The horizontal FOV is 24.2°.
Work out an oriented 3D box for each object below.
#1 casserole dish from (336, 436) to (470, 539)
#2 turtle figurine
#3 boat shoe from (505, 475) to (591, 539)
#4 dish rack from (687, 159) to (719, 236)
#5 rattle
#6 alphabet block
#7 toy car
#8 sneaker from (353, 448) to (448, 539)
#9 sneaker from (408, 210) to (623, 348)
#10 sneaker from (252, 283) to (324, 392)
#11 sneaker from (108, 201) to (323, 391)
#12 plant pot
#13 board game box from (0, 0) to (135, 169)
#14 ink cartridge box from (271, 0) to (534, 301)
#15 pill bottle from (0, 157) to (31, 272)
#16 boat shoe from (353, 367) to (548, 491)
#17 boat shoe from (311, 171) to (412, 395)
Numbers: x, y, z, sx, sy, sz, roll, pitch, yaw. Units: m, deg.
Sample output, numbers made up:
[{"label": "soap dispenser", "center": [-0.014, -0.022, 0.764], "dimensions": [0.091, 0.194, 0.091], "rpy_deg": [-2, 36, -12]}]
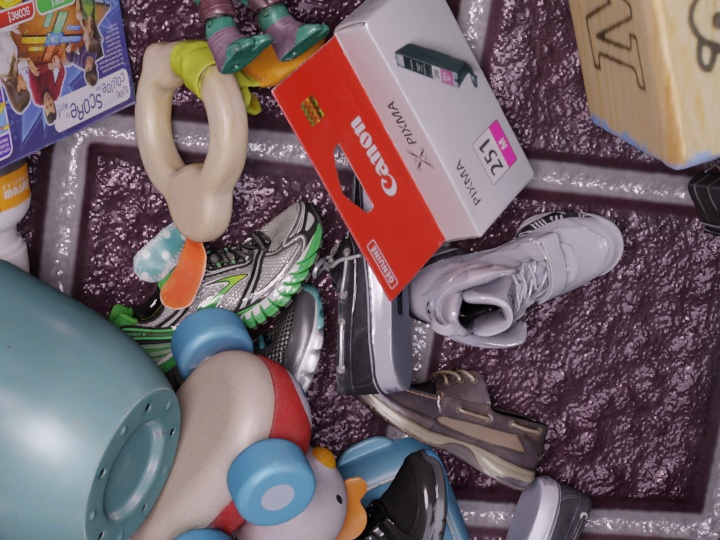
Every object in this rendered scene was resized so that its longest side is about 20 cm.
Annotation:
[{"label": "casserole dish", "center": [0.036, 0.240, 1.458], "dimensions": [0.121, 0.039, 0.201], "rpy_deg": [-23, 109, -6]}, {"label": "turtle figurine", "center": [-0.109, -0.245, 1.237], "dimensions": [0.149, 0.101, 0.201], "rpy_deg": [-25, 82, -28]}, {"label": "boat shoe", "center": [0.153, 0.281, 1.487], "dimensions": [0.066, 0.070, 0.201], "rpy_deg": [16, 95, -16]}, {"label": "dish rack", "center": [0.368, -0.104, 1.377], "dimensions": [0.200, 0.153, 0.055], "rpy_deg": [-36, 99, -2]}, {"label": "rattle", "center": [-0.102, -0.081, 1.307], "dimensions": [0.130, 0.143, 0.201], "rpy_deg": [1, 102, 33]}, {"label": "alphabet block", "center": [0.276, -0.215, 1.294], "dimensions": [0.194, 0.196, 0.201], "rpy_deg": [-18, 110, -9]}, {"label": "toy car", "center": [-0.064, 0.159, 1.290], "dimensions": [0.199, 0.185, 0.177], "rpy_deg": [23, 115, -38]}, {"label": "sneaker", "center": [0.010, 0.237, 1.391], "dimensions": [0.082, 0.073, 0.201], "rpy_deg": [19, 101, -18]}, {"label": "sneaker", "center": [0.134, 0.011, 1.371], "dimensions": [0.199, 0.115, 0.075], "rpy_deg": [-14, 110, -9]}, {"label": "sneaker", "center": [-0.096, 0.096, 1.366], "dimensions": [0.091, 0.078, 0.201], "rpy_deg": [24, 98, -15]}, {"label": "sneaker", "center": [-0.113, 0.011, 1.332], "dimensions": [0.200, 0.078, 0.085], "rpy_deg": [-39, 110, 1]}, {"label": "plant pot", "center": [-0.225, 0.113, 1.188], "dimensions": [0.160, 0.200, 0.202], "rpy_deg": [21, 103, 18]}, {"label": "board game box", "center": [-0.235, -0.158, 1.198], "dimensions": [0.034, 0.200, 0.136], "rpy_deg": [2, 110, 25]}, {"label": "ink cartridge box", "center": [0.038, -0.106, 1.303], "dimensions": [0.174, 0.043, 0.201], "rpy_deg": [-48, 117, -38]}, {"label": "pill bottle", "center": [-0.305, -0.087, 1.237], "dimensions": [0.116, 0.116, 0.201], "rpy_deg": [-9, 108, -10]}, {"label": "boat shoe", "center": [0.075, 0.116, 1.420], "dimensions": [0.200, 0.074, 0.074], "rpy_deg": [30, 87, -27]}, {"label": "boat shoe", "center": [0.001, 0.001, 1.346], "dimensions": [0.068, 0.074, 0.200], "rpy_deg": [-6, 85, 19]}]
